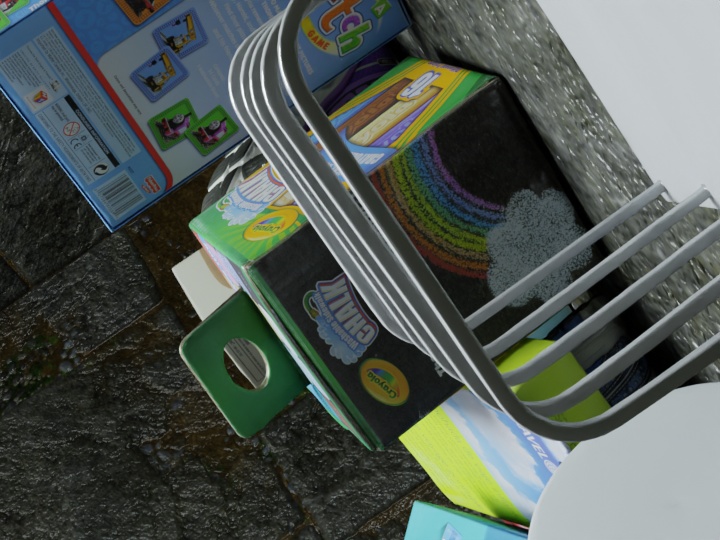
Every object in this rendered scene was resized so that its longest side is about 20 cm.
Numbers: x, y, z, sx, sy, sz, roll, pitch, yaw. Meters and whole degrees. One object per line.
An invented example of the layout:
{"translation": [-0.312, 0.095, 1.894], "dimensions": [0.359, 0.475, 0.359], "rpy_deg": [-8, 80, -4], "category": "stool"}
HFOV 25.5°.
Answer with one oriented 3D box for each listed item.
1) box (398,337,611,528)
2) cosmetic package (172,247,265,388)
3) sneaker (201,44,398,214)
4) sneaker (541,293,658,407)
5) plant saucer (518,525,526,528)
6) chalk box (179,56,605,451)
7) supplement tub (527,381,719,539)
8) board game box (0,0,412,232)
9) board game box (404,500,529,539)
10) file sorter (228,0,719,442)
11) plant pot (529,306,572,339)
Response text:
{"translation": [0.082, 0.088, 0.853], "dimensions": [0.122, 0.048, 0.200], "rpy_deg": [52, 160, -20], "category": "box"}
{"translation": [-0.030, -0.010, 1.209], "dimensions": [0.071, 0.200, 0.105], "rpy_deg": [54, 176, 37], "category": "cosmetic package"}
{"translation": [-0.020, -0.071, 0.932], "dimensions": [0.083, 0.200, 0.081], "rpy_deg": [44, 141, -12], "category": "sneaker"}
{"translation": [0.141, 0.092, 0.907], "dimensions": [0.085, 0.077, 0.200], "rpy_deg": [49, 175, 23], "category": "sneaker"}
{"translation": [0.167, 0.191, 1.056], "dimensions": [0.199, 0.037, 0.200], "rpy_deg": [32, 173, 13], "category": "plant saucer"}
{"translation": [0.000, 0.000, 0.818], "dimensions": [0.125, 0.200, 0.124], "rpy_deg": [56, 172, -20], "category": "chalk box"}
{"translation": [0.163, 0.156, 0.634], "dimensions": [0.200, 0.140, 0.140], "rpy_deg": [57, 176, -30], "category": "supplement tub"}
{"translation": [-0.083, -0.127, 0.816], "dimensions": [0.037, 0.200, 0.151], "rpy_deg": [53, 176, 39], "category": "board game box"}
{"translation": [0.136, 0.176, 0.834], "dimensions": [0.151, 0.047, 0.200], "rpy_deg": [19, 174, -32], "category": "board game box"}
{"translation": [0.046, -0.045, 0.459], "dimensions": [0.139, 0.124, 0.200], "rpy_deg": [55, 176, -8], "category": "file sorter"}
{"translation": [0.051, 0.035, 1.077], "dimensions": [0.200, 0.135, 0.200], "rpy_deg": [54, 177, 4], "category": "plant pot"}
